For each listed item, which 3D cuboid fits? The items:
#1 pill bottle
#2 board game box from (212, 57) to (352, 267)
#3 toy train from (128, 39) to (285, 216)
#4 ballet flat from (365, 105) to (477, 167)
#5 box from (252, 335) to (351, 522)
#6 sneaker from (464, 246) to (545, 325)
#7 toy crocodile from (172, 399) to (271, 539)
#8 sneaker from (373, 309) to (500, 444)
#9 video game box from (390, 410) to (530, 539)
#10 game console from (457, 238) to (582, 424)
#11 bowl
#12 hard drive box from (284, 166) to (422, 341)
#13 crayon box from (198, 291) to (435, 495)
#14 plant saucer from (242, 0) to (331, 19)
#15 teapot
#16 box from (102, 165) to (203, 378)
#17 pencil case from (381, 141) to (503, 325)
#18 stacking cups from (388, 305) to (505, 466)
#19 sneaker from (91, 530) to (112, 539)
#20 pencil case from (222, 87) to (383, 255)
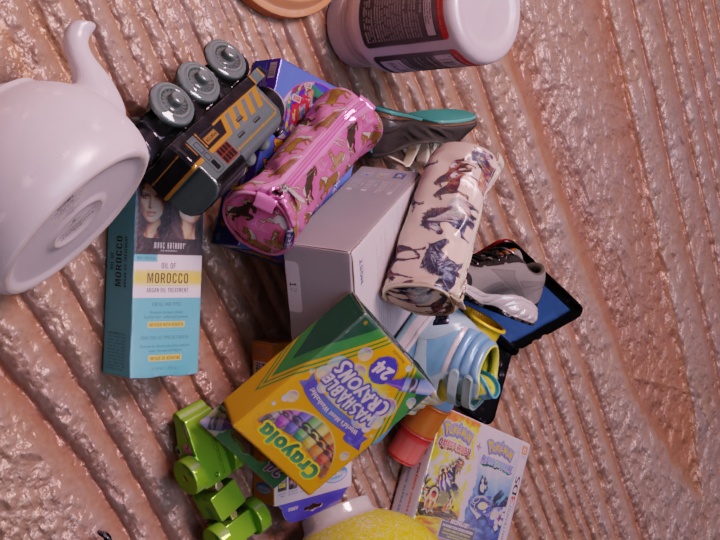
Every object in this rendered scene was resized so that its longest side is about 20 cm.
[{"bbox_3d":[0.063,-0.274,1.240,0.116,0.200,0.116,-5,97,-44],"label":"pill bottle"},{"bbox_3d":[-0.073,-0.107,1.226,0.134,0.045,0.201,20,79,-44],"label":"board game box"},{"bbox_3d":[-0.144,-0.138,1.088,0.114,0.085,0.200,46,39,-8],"label":"toy train"},{"bbox_3d":[0.064,-0.158,1.346,0.200,0.068,0.069,-7,113,-50],"label":"ballet flat"},{"bbox_3d":[-0.063,0.171,1.263,0.119,0.041,0.201,-4,98,-45],"label":"box"},{"bbox_3d":[0.142,0.003,1.315,0.200,0.074,0.080,18,94,-45],"label":"sneaker"},{"bbox_3d":[-0.148,0.229,1.173,0.067,0.062,0.201,-32,111,-40],"label":"toy crocodile"},{"bbox_3d":[0.080,0.140,1.299,0.200,0.130,0.079,-59,156,12],"label":"sneaker"},{"bbox_3d":[0.126,0.281,1.455,0.200,0.047,0.183,27,72,-43],"label":"video game box"},{"bbox_3d":[0.167,0.082,1.425,0.200,0.118,0.173,38,61,-39],"label":"game console"},{"bbox_3d":[-0.008,0.310,1.247,0.200,0.200,0.108,-6,68,-44],"label":"bowl"},{"bbox_3d":[0.000,0.000,1.221,0.200,0.076,0.156,-49,142,-54],"label":"hard drive box"},{"bbox_3d":[-0.042,0.133,1.128,0.200,0.052,0.126,-40,122,4],"label":"crayon box"},{"bbox_3d":[-0.078,-0.369,1.212,0.200,0.032,0.201,-3,95,-44],"label":"plant saucer"},{"bbox_3d":[-0.287,-0.085,0.948,0.146,0.198,0.200,43,33,3],"label":"teapot"},{"bbox_3d":[-0.198,0.001,1.106,0.082,0.049,0.201,0,93,-45],"label":"box"},{"bbox_3d":[0.091,-0.045,1.208,0.078,0.089,0.201,80,26,-60],"label":"pencil case"},{"bbox_3d":[0.099,0.141,1.369,0.060,0.060,0.201,17,107,-44],"label":"stacking cups"},{"bbox_3d":[-0.279,0.327,1.039,0.140,0.078,0.200,59,46,-28],"label":"sneaker"},{"bbox_3d":[-0.055,-0.102,1.140,0.200,0.086,0.083,-53,136,-40],"label":"pencil case"}]
